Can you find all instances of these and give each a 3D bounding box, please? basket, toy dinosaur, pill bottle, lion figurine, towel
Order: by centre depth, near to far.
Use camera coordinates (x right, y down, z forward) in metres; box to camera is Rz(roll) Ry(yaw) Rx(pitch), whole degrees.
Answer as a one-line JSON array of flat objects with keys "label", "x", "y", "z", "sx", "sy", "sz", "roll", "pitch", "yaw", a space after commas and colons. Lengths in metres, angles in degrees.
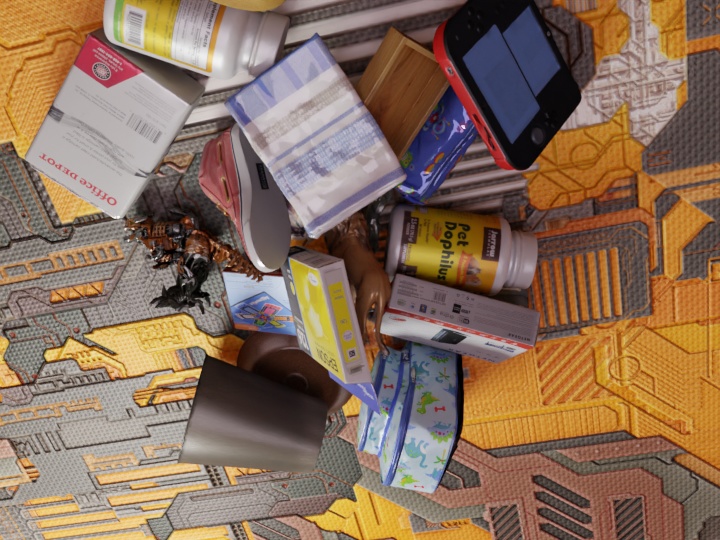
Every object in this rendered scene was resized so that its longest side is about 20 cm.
[{"label": "towel", "x": -0.053, "y": -0.153, "z": 0.861, "sx": 0.146, "sy": 0.024, "sz": 0.201, "roll": -30, "pitch": 101, "yaw": 17}, {"label": "pill bottle", "x": -0.191, "y": -0.295, "z": 0.871, "sx": 0.199, "sy": 0.111, "sz": 0.112, "roll": 18, "pitch": 118, "yaw": -7}, {"label": "lion figurine", "x": 0.000, "y": 0.000, "z": 0.932, "sx": 0.072, "sy": 0.200, "sz": 0.123, "roll": -15, "pitch": 144, "yaw": -34}, {"label": "pill bottle", "x": 0.135, "y": -0.026, "z": 1.001, "sx": 0.199, "sy": 0.109, "sz": 0.110, "roll": 7, "pitch": 119, "yaw": -1}, {"label": "toy dinosaur", "x": -0.006, "y": -0.034, "z": 1.018, "sx": 0.088, "sy": 0.047, "sz": 0.201, "roll": 23, "pitch": 120, "yaw": 34}, {"label": "toy dinosaur", "x": -0.244, "y": -0.015, "z": 1.041, "sx": 0.199, "sy": 0.102, "sz": 0.137, "roll": 20, "pitch": 101, "yaw": 21}, {"label": "basket", "x": -0.160, "y": 0.233, "z": 1.111, "sx": 0.199, "sy": 0.136, "sz": 0.181, "roll": 16, "pitch": 114, "yaw": -10}]

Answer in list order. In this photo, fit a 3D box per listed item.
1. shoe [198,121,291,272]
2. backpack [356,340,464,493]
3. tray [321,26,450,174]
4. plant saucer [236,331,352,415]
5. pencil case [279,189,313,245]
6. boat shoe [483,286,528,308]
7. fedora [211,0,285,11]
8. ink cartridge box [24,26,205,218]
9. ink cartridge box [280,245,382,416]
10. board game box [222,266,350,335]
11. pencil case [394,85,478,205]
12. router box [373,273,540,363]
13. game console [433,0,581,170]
[{"label": "shoe", "x": -0.154, "y": -0.090, "z": 0.959, "sx": 0.091, "sy": 0.071, "sz": 0.201, "roll": -16, "pitch": 83, "yaw": 41}, {"label": "backpack", "x": 0.071, "y": 0.220, "z": 1.088, "sx": 0.146, "sy": 0.200, "sz": 0.184, "roll": 11, "pitch": 120, "yaw": -3}, {"label": "tray", "x": 0.025, "y": -0.186, "z": 0.898, "sx": 0.098, "sy": 0.037, "sz": 0.200, "roll": 14, "pitch": 119, "yaw": -42}, {"label": "plant saucer", "x": -0.103, "y": 0.172, "z": 1.166, "sx": 0.199, "sy": 0.037, "sz": 0.201, "roll": 1, "pitch": 119, "yaw": 2}, {"label": "pencil case", "x": -0.060, "y": -0.135, "z": 0.968, "sx": 0.089, "sy": 0.078, "sz": 0.201, "roll": 35, "pitch": 118, "yaw": 17}, {"label": "boat shoe", "x": 0.151, "y": 0.033, "z": 1.073, "sx": 0.199, "sy": 0.073, "sz": 0.062, "roll": 13, "pitch": 76, "yaw": 4}, {"label": "fedora", "x": -0.123, "y": -0.347, "z": 0.809, "sx": 0.200, "sy": 0.201, "sz": 0.082, "roll": 21, "pitch": 140, "yaw": -8}, {"label": "ink cartridge box", "x": -0.319, "y": -0.191, "z": 0.951, "sx": 0.145, "sy": 0.084, "sz": 0.200, "roll": 34, "pitch": 116, "yaw": -15}, {"label": "ink cartridge box", "x": -0.047, "y": 0.075, "z": 0.941, "sx": 0.047, "sy": 0.197, "sz": 0.201, "roll": -15, "pitch": 101, "yaw": -19}, {"label": "board game box", "x": -0.105, "y": 0.049, "z": 1.074, "sx": 0.199, "sy": 0.019, "sz": 0.104, "roll": 5, "pitch": 119, "yaw": 21}, {"label": "pencil case", "x": 0.110, "y": -0.174, "z": 0.936, "sx": 0.078, "sy": 0.087, "sz": 0.200, "roll": 24, "pitch": 120, "yaw": -30}, {"label": "router box", "x": 0.127, "y": 0.072, "z": 1.021, "sx": 0.199, "sy": 0.180, "sz": 0.049, "roll": 15, "pitch": 75, "yaw": -1}, {"label": "game console", "x": 0.181, "y": -0.238, "z": 0.865, "sx": 0.177, "sy": 0.031, "sz": 0.200, "roll": -46, "pitch": 115, "yaw": -24}]
